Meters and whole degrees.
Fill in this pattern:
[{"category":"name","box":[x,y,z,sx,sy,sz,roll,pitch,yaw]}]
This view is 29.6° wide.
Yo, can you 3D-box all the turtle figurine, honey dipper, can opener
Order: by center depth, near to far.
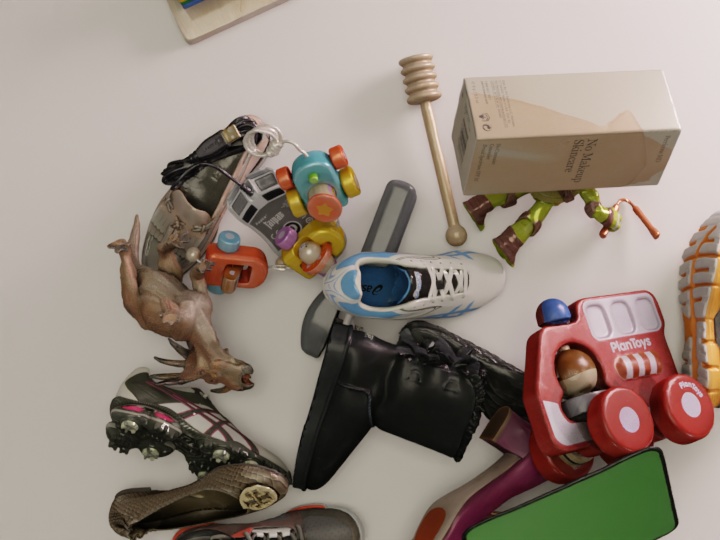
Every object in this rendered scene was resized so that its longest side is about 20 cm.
[{"category":"turtle figurine","box":[0.196,-0.078,1.376,0.161,0.064,0.200,-38,84,-1]},{"category":"can opener","box":[0.000,0.000,1.384,0.066,0.053,0.200,25,86,6]},{"category":"honey dipper","box":[0.077,-0.122,1.401,0.038,0.038,0.200,-12,87,2]}]

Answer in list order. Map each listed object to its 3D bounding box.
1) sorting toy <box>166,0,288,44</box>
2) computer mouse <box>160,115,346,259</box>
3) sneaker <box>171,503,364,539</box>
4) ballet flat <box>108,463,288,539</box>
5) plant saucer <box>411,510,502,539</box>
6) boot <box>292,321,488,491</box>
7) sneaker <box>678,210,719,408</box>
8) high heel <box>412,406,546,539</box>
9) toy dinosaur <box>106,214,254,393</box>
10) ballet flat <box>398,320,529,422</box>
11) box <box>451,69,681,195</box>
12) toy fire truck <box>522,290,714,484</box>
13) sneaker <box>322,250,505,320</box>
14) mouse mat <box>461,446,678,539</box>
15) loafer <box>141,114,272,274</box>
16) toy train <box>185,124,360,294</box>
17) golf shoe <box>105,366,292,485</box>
[{"category":"sorting toy","box":[-0.135,-0.371,1.417,0.199,0.070,0.200,-25,84,0]},{"category":"computer mouse","box":[-0.095,-0.071,1.364,0.110,0.044,0.200,-37,126,18]},{"category":"sneaker","box":[-0.095,0.280,1.349,0.200,0.082,0.077,-10,84,2]},{"category":"ballet flat","box":[-0.163,0.233,1.342,0.200,0.046,0.067,-13,128,20]},{"category":"plant saucer","box":[0.122,0.339,1.356,0.200,0.037,0.201,0,85,2]},{"category":"boot","box":[0.029,0.149,1.339,0.162,0.073,0.199,16,110,-1]},{"category":"sneaker","box":[0.366,0.039,1.358,0.077,0.078,0.200,3,88,-10]},{"category":"high heel","box":[0.127,0.237,1.323,0.096,0.067,0.200,36,86,-17]},{"category":"toy dinosaur","box":[-0.194,0.040,1.348,0.086,0.136,0.200,-27,58,-31]},{"category":"ballet flat","box":[0.129,0.108,1.373,0.200,0.057,0.067,34,108,-1]},{"category":"box","box":[0.195,-0.133,1.312,0.200,0.095,0.078,-4,57,-6]},{"category":"toy fire truck","box":[0.232,0.105,1.311,0.200,0.112,0.168,-5,70,-35]},{"category":"sneaker","box":[0.062,0.016,1.343,0.200,0.072,0.072,-3,95,-27]},{"category":"mouse mat","box":[0.200,0.243,1.277,0.200,0.161,0.008,-23,47,1]},{"category":"loafer","box":[-0.164,-0.078,1.394,0.072,0.063,0.200,35,87,6]},{"category":"toy train","box":[-0.080,-0.040,1.326,0.150,0.056,0.200,10,128,-17]},{"category":"golf shoe","box":[-0.153,0.161,1.364,0.200,0.077,0.088,27,42,-15]}]
